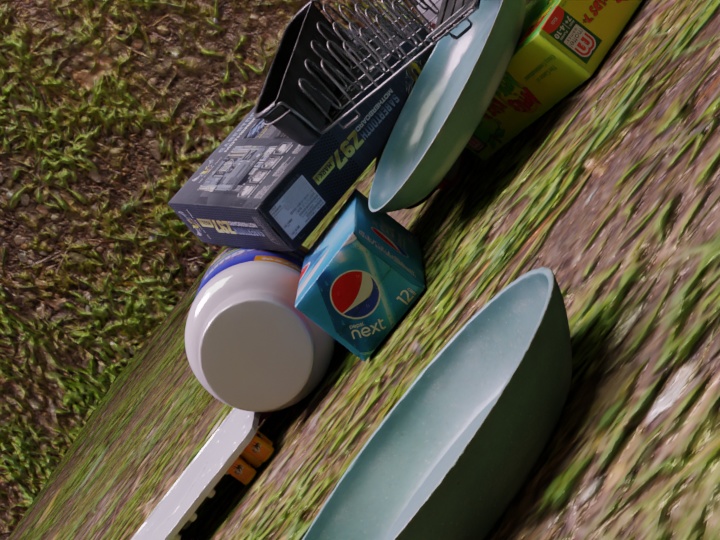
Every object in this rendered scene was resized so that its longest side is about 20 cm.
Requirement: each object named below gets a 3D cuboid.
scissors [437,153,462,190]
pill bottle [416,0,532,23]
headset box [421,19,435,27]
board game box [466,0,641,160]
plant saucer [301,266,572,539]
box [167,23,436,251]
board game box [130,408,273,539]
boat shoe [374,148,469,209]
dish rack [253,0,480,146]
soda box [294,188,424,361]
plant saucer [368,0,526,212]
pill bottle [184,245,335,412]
[{"bbox_3d":[0.066,-0.142,1.679,0.014,0.073,0.200,-25,29,28],"label":"scissors"},{"bbox_3d":[0.100,-0.250,1.648,0.111,0.110,0.201,156,118,-77],"label":"pill bottle"},{"bbox_3d":[0.093,-0.213,1.969,0.200,0.077,0.149,-53,6,15],"label":"headset box"},{"bbox_3d":[0.130,-0.156,1.486,0.102,0.048,0.200,-56,6,-21],"label":"board game box"},{"bbox_3d":[0.031,0.088,0.890,0.200,0.036,0.200,-51,6,7],"label":"plant saucer"},{"bbox_3d":[-0.040,-0.103,1.622,0.200,0.051,0.157,-49,25,-19],"label":"box"},{"bbox_3d":[-0.129,0.181,1.612,0.200,0.026,0.200,-52,6,8],"label":"board game box"},{"bbox_3d":[0.072,-0.124,1.724,0.200,0.074,0.073,-60,-17,-26],"label":"boat shoe"},{"bbox_3d":[0.019,-0.183,1.523,0.200,0.055,0.154,-36,24,30],"label":"dish rack"},{"bbox_3d":[0.000,0.000,1.499,0.068,0.064,0.200,-51,5,9],"label":"soda box"},{"bbox_3d":[0.065,-0.124,1.477,0.201,0.027,0.200,-59,10,18],"label":"plant saucer"},{"bbox_3d":[-0.073,0.042,1.577,0.112,0.112,0.200,-52,6,7],"label":"pill bottle"}]
